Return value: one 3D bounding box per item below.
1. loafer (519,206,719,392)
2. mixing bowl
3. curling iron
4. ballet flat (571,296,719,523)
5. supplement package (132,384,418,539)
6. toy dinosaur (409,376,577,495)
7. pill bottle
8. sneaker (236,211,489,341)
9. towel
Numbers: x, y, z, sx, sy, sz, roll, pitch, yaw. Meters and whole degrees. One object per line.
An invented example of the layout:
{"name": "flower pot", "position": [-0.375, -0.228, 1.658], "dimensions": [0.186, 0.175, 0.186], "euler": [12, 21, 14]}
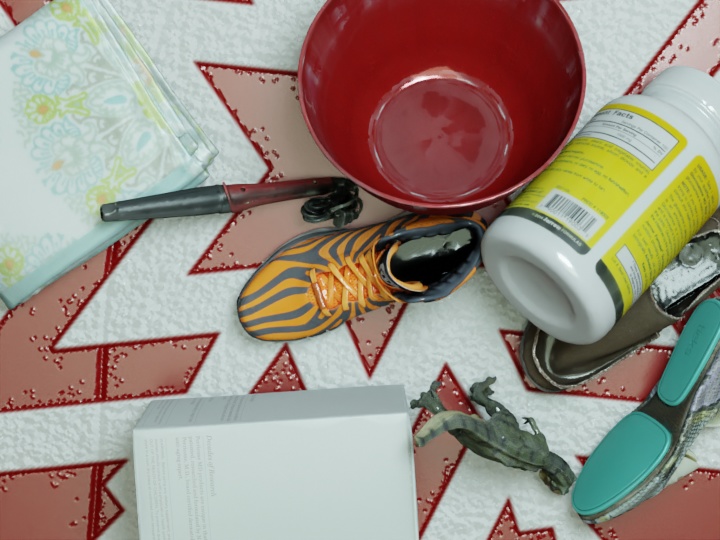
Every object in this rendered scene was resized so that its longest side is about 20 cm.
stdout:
{"name": "loafer", "position": [0.203, 0.018, 1.256], "dimensions": [0.200, 0.071, 0.073], "euler": [-40, 95, 3]}
{"name": "mixing bowl", "position": [0.058, -0.116, 1.207], "dimensions": [0.199, 0.108, 0.201], "euler": [-1, 69, 2]}
{"name": "curling iron", "position": [-0.091, -0.050, 1.237], "dimensions": [0.199, 0.050, 0.026], "euler": [-2, 118, -17]}
{"name": "ballet flat", "position": [0.240, 0.117, 1.272], "dimensions": [0.072, 0.072, 0.201], "euler": [33, 98, -4]}
{"name": "supplement package", "position": [-0.059, 0.155, 1.246], "dimensions": [0.199, 0.117, 0.118], "euler": [-4, 96, 1]}
{"name": "toy dinosaur", "position": [0.089, 0.115, 1.244], "dimensions": [0.200, 0.088, 0.048], "euler": [22, 110, -45]}
{"name": "pill bottle", "position": [0.188, -0.051, 1.206], "dimensions": [0.112, 0.112, 0.200], "euler": [47, 70, -5]}
{"name": "sneaker", "position": [0.000, 0.000, 1.232], "dimensions": [0.200, 0.112, 0.078], "euler": [-24, 95, 2]}
{"name": "towel", "position": [-0.229, -0.093, 1.256], "dimensions": [0.200, 0.048, 0.171], "euler": [-34, 92, 3]}
